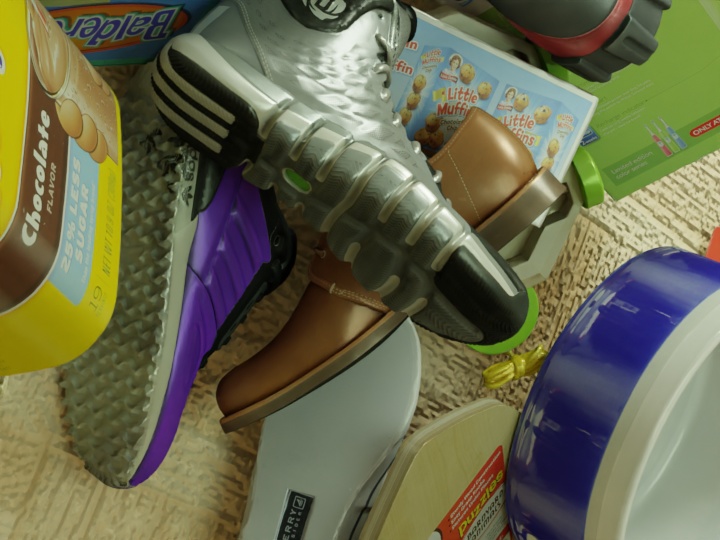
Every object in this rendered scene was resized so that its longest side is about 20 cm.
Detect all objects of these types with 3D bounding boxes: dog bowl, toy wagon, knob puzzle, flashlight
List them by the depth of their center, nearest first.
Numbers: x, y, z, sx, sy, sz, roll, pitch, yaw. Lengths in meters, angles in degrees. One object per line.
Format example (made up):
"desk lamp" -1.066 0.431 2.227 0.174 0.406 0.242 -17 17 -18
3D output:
"flashlight" 0.062 -0.151 0.817 0.199 0.068 0.068 23 118 -44
"toy wagon" 0.048 -0.032 0.934 0.154 0.040 0.201 -22 113 -4
"knob puzzle" 0.031 0.147 0.945 0.219 0.030 0.221 -40 143 -39
"dog bowl" 0.172 0.091 1.006 0.200 0.079 0.201 -30 134 -38

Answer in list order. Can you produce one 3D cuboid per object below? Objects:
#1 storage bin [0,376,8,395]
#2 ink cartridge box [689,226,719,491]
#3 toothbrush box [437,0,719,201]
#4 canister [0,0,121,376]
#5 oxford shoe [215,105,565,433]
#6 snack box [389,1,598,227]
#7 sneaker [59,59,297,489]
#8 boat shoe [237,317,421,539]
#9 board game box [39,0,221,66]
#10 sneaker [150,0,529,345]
"storage bin" -0.258 0.120 0.702 0.198 0.093 0.201 12 88 -39
"ink cartridge box" 0.270 0.087 1.162 0.159 0.047 0.201 16 87 -39
"toothbrush box" 0.142 -0.153 0.955 0.200 0.145 0.086 42 31 -35
"canister" -0.163 -0.062 0.653 0.200 0.086 0.149 54 29 -59
"oxford shoe" 0.000 0.000 0.857 0.200 0.071 0.071 -41 92 0
"snack box" 0.014 -0.095 0.876 0.199 0.024 0.072 25 94 -9
"sneaker" -0.075 0.008 0.852 0.099 0.069 0.201 10 93 -45
"boat shoe" -0.020 0.112 0.918 0.070 0.070 0.201 17 84 5
"board game box" -0.103 -0.156 0.738 0.151 0.200 0.045 -8 65 -39
"sneaker" 0.014 -0.065 0.800 0.200 0.075 0.116 39 58 -5
